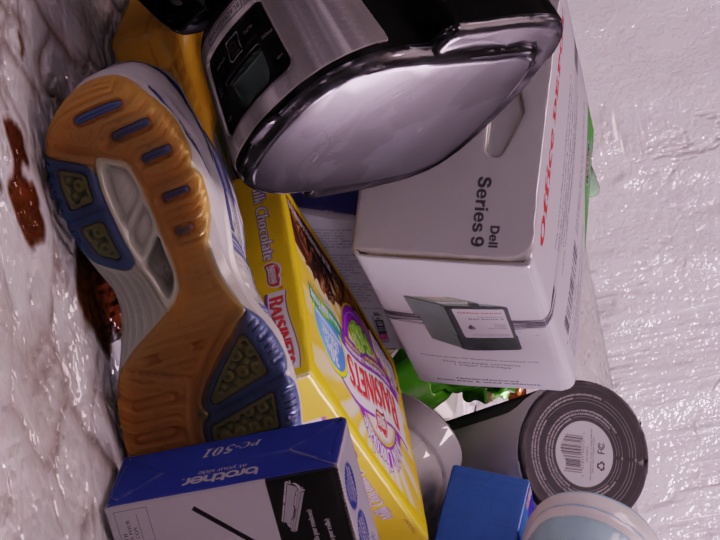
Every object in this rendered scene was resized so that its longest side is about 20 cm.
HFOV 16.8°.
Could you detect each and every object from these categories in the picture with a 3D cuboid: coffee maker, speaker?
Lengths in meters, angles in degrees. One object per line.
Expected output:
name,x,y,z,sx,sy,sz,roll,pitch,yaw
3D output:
coffee maker,-0.006,-0.147,0.989,0.201,0.191,0.135,61,-21,16
speaker,0.078,0.116,1.357,0.200,0.081,0.082,153,-71,-64

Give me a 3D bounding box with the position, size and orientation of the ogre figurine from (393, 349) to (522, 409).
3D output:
ogre figurine,0.039,0.033,1.385,0.200,0.119,0.099,-23,102,-79

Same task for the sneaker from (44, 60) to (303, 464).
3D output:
sneaker,-0.064,0.010,0.976,0.088,0.075,0.201,-71,149,-71

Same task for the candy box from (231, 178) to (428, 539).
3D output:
candy box,-0.012,0.046,1.103,0.200,0.026,0.103,58,20,-60

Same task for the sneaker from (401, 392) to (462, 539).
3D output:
sneaker,0.007,0.146,1.304,0.085,0.073,0.201,-46,154,-24

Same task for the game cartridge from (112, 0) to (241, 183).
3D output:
game cartridge,-0.060,-0.042,1.129,0.177,0.032,0.201,-84,159,-68

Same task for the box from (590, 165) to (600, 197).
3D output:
box,0.037,-0.102,1.341,0.117,0.048,0.201,-13,58,-40

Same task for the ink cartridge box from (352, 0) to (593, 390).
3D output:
ink cartridge box,0.059,-0.042,1.150,0.200,0.083,0.147,63,32,-68

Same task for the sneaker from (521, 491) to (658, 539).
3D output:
sneaker,0.103,0.213,1.191,0.131,0.079,0.201,-69,162,-45

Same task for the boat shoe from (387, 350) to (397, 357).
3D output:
boat shoe,0.000,0.000,1.315,0.201,0.074,0.069,-70,-177,-45

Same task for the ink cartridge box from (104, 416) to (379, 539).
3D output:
ink cartridge box,-0.027,0.163,0.963,0.044,0.093,0.201,-77,153,-66

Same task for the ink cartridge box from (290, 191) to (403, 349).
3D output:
ink cartridge box,0.000,-0.091,1.170,0.200,0.043,0.198,74,19,-64

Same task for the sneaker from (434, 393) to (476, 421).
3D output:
sneaker,0.040,0.119,1.487,0.080,0.073,0.201,19,55,-62

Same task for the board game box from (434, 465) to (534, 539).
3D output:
board game box,0.051,0.222,1.245,0.152,0.045,0.201,73,30,-64
